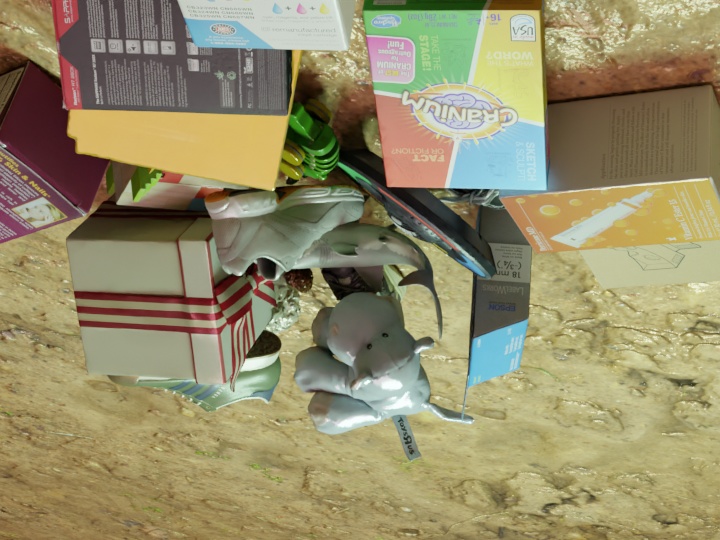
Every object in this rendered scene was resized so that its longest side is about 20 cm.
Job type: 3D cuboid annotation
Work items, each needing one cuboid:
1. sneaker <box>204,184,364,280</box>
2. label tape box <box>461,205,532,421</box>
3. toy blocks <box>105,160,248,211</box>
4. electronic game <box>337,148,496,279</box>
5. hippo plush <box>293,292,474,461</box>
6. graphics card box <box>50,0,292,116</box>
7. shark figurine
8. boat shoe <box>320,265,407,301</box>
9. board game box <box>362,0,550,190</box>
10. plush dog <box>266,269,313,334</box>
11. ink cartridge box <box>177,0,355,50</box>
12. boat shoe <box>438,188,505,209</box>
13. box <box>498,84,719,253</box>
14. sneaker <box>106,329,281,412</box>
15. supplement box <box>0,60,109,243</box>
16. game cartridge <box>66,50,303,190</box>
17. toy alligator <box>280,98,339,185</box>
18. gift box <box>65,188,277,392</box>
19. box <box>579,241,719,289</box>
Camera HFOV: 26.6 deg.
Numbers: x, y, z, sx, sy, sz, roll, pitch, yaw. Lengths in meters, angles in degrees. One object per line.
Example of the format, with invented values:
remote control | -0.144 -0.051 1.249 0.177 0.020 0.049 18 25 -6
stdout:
sneaker | -0.075 -0.039 1.534 0.198 0.093 0.075 -8 -174 -43
label tape box | 0.148 0.047 1.636 0.062 0.203 0.145 4 156 3
toy blocks | -0.158 -0.119 1.506 0.135 0.101 0.200 4 150 -26
electronic game | 0.055 -0.056 1.523 0.199 0.042 0.200 38 179 1
hippo plush | 0.005 0.112 1.656 0.158 0.201 0.161 -32 166 -2
graphics card box | -0.156 -0.198 1.287 0.197 0.051 0.127 2 124 3
shark figurine | 0.022 -0.003 1.588 0.213 0.128 0.090 16 134 35
boat shoe | -0.004 0.009 1.757 0.071 0.067 0.201 -5 153 26
board game box | 0.088 -0.158 1.326 0.151 0.041 0.201 2 136 12
plush dog | -0.149 0.029 1.778 0.197 0.162 0.173 12 130 -14
ink cartridge box | -0.075 -0.267 1.100 0.127 0.127 0.200 3 156 10
boat shoe | 0.107 -0.098 1.491 0.073 0.069 0.199 -4 153 22
box | 0.244 -0.092 1.433 0.198 0.099 0.124 -4 154 24
sneaker | -0.185 0.125 1.713 0.197 0.067 0.091 -5 127 -7
supplement box | -0.366 -0.110 1.530 0.198 0.104 0.131 -13 137 38
game cartridge | -0.157 -0.169 1.356 0.197 0.033 0.178 11 123 -5
toy alligator | -0.046 -0.112 1.494 0.054 0.060 0.200 33 166 8
gift box | -0.185 0.020 1.631 0.184 0.185 0.202 1 119 16
box | 0.310 -0.034 1.633 0.161 0.022 0.200 -5 154 24
